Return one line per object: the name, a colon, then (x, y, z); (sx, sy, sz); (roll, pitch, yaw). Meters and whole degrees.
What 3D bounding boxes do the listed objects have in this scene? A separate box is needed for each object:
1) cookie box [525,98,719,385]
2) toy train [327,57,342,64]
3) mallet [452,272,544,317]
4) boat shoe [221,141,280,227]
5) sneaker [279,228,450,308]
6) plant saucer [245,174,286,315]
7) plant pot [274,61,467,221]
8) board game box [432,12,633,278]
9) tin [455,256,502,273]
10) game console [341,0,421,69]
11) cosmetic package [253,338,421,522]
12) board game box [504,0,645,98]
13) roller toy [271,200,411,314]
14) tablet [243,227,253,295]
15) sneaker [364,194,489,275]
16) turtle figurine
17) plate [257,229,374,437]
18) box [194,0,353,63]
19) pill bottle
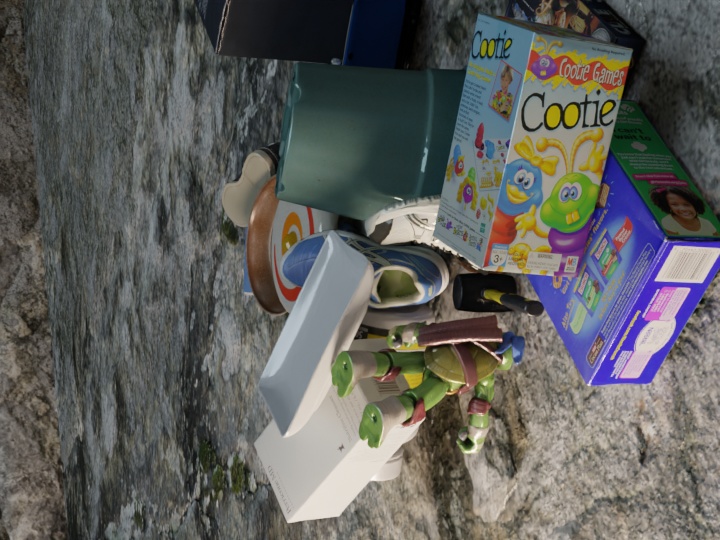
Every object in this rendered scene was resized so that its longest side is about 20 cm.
cookie box: (0.224, -0.029, 1.257); (0.201, 0.074, 0.173); (-113, 35, -43)
toy train: (-0.041, -0.195, 1.867); (0.201, 0.041, 0.057); (104, 147, -51)
mallet: (0.133, 0.028, 1.395); (0.200, 0.065, 0.042); (-130, 42, -85)
boat shoe: (-0.154, -0.131, 2.141); (0.073, 0.063, 0.200); (49, 148, 6)
sneaker: (0.000, 0.000, 1.605); (0.077, 0.197, 0.077); (-49, -40, -67)
plant saucer: (-0.104, -0.036, 2.015); (0.199, 0.036, 0.204); (-10, 78, 58)
plant pot: (0.012, -0.136, 1.531); (0.200, 0.193, 0.204); (-172, 90, -83)
board game box: (0.147, -0.108, 1.225); (0.105, 0.102, 0.203); (-141, 59, -60)
tin: (0.141, -0.094, 1.496); (0.112, 0.041, 0.203); (38, 122, 56)
game console: (-0.003, -0.252, 1.731); (0.171, 0.117, 0.203); (-136, 53, -58)
cosmetic package: (-0.027, 0.179, 1.566); (0.201, 0.080, 0.114); (-53, 52, 34)
board game box: (0.196, -0.211, 1.382); (0.201, 0.034, 0.137); (-120, 39, -50)
roller toy: (-0.033, -0.030, 1.751); (0.201, 0.138, 0.184); (-111, 34, -42)
tablet: (-0.138, -0.027, 2.137); (0.199, 0.013, 0.132); (-179, 91, -65)
sneaker: (0.101, -0.036, 1.417); (0.076, 0.197, 0.089); (-17, -82, -74)
turtle figurine: (0.064, 0.127, 1.461); (0.199, 0.192, 0.146); (-13, 88, 57)
plate: (-0.044, 0.066, 1.509); (0.202, 0.032, 0.200); (-65, 16, 5)
box: (-0.113, -0.384, 1.886); (0.198, 0.197, 0.125); (-115, 35, -46)
pill bottle: (0.021, 0.137, 1.653); (0.111, 0.110, 0.203); (-148, 63, -62)
